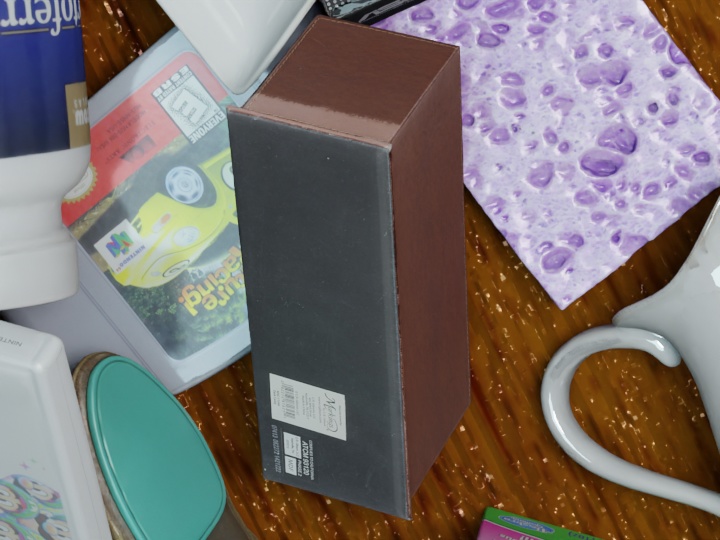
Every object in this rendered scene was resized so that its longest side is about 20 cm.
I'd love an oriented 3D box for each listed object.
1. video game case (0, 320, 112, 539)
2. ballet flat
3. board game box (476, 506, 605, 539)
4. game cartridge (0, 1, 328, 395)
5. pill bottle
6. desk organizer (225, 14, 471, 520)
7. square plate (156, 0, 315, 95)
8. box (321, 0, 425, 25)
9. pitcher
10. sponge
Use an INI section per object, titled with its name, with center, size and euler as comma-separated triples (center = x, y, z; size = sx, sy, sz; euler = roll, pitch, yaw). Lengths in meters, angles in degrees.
[video game case]
center = -0.194, 0.079, 1.077
size = 0.181, 0.024, 0.200
euler = 14, 139, 19
[ballet flat]
center = -0.079, 0.126, 1.123
size = 0.072, 0.068, 0.200
euler = -22, 112, 47
[board game box]
center = 0.112, 0.158, 1.041
size = 0.152, 0.200, 0.040
euler = 15, 99, 4
[game cartridge]
center = -0.074, -0.028, 1.123
size = 0.200, 0.041, 0.133
euler = -39, 95, 10
[pill bottle]
center = -0.172, -0.085, 1.054
size = 0.115, 0.116, 0.201
euler = -3, 98, 7
[desk organizer]
center = 0.000, 0.000, 1.059
size = 0.071, 0.077, 0.201
euler = 14, 132, 21
[square plate]
center = -0.046, -0.210, 1.034
size = 0.198, 0.028, 0.200
euler = 51, 120, 17
[box]
center = 0.029, -0.222, 1.056
size = 0.160, 0.044, 0.201
euler = -21, 83, 13
[pitcher]
center = 0.185, 0.074, 1.074
size = 0.200, 0.121, 0.172
euler = 51, 121, 9
[sponge]
center = 0.069, -0.096, 1.098
size = 0.111, 0.030, 0.200
euler = -38, 92, 9
